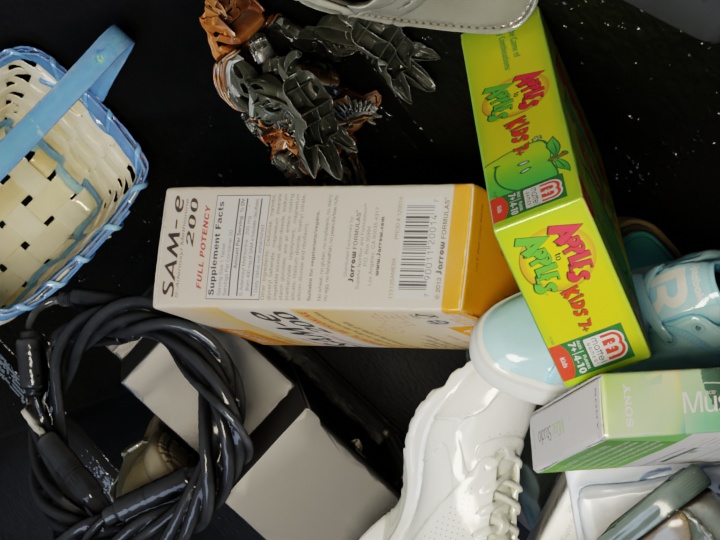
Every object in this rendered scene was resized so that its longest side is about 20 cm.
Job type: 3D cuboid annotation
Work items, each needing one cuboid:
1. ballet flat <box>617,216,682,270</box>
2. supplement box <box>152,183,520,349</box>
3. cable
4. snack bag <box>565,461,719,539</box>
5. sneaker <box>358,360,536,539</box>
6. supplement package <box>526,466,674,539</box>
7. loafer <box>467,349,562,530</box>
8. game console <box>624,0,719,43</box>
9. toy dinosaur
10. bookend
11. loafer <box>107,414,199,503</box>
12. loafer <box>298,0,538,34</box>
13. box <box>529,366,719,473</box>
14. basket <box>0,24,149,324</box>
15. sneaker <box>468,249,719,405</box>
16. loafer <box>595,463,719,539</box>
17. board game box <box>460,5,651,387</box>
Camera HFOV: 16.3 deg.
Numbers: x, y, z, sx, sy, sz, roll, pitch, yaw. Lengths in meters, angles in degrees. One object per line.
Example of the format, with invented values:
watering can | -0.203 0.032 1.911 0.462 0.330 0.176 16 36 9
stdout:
ballet flat | 0.190 0.046 1.433 0.200 0.069 0.063 54 168 -18
supplement box | 0.000 0.000 1.419 0.199 0.074 0.126 0 169 30
cable | -0.141 0.095 1.502 0.199 0.051 0.164 9 92 43
snack bag | 0.205 0.109 1.381 0.187 0.021 0.201 -10 99 9
sneaker | 0.066 0.140 1.414 0.099 0.078 0.201 39 114 38
supplement package | 0.202 0.177 1.461 0.199 0.110 0.114 27 100 3
loafer | 0.087 0.088 1.531 0.063 0.072 0.201 17 141 36
game console | 0.133 -0.213 1.214 0.176 0.031 0.200 32 143 7
toy dinosaur | -0.044 -0.105 1.425 0.200 0.103 0.135 36 166 -36
bookend | -0.060 0.091 1.556 0.200 0.092 0.199 43 -178 -8
loafer | -0.126 0.136 1.634 0.076 0.068 0.200 44 -175 1
loafer | 0.007 -0.155 1.279 0.199 0.070 0.070 10 119 -24
box | 0.197 0.072 1.268 0.199 0.037 0.144 -4 170 -11
basket | -0.217 -0.054 1.541 0.139 0.176 0.200 44 153 -3
sneaker | 0.156 0.018 1.310 0.199 0.074 0.082 -7 149 -6
loafer | 0.130 0.182 1.351 0.063 0.072 0.200 50 129 10
board game box | 0.098 -0.042 1.290 0.047 0.200 0.102 -21 122 10
